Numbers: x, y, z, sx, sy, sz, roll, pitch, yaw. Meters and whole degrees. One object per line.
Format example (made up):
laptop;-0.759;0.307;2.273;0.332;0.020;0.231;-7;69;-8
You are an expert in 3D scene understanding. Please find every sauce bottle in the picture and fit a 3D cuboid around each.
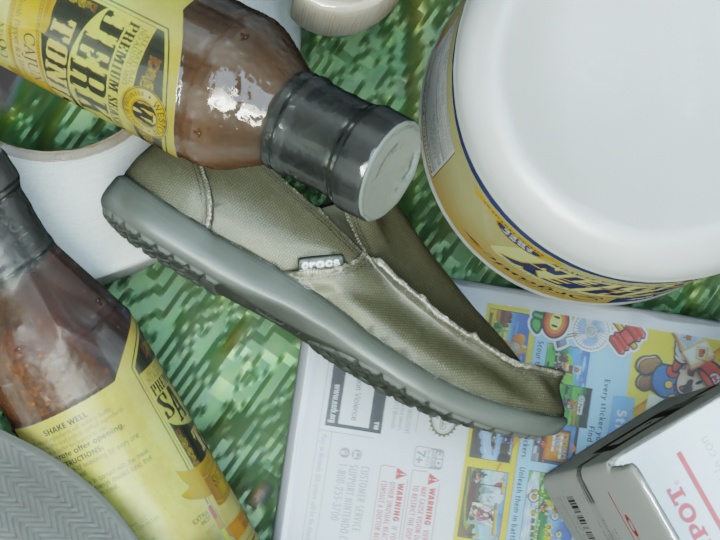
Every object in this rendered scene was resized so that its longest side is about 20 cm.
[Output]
sauce bottle;-0.105;0.049;1.156;0.066;0.066;0.201;-29;104;-6
sauce bottle;-0.069;-0.078;1.114;0.199;0.065;0.065;26;84;25

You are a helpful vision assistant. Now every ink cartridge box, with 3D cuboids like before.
ink cartridge box;0.135;0.106;1.099;0.066;0.200;0.116;-30;88;-7

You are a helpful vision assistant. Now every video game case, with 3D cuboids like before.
video game case;0.055;0.108;1.205;0.181;0.023;0.201;9;84;-3

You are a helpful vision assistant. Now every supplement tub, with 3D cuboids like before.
supplement tub;0.097;-0.061;1.130;0.143;0.200;0.145;0;86;-4

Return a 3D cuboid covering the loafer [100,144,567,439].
loafer;0.000;0.000;1.155;0.199;0.075;0.070;30;84;-10

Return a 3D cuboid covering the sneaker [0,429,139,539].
sneaker;-0.162;0.115;1.138;0.200;0.116;0.074;36;41;15

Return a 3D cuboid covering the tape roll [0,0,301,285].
tape roll;-0.122;-0.094;1.199;0.201;0.037;0.204;0;85;-4

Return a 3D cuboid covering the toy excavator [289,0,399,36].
toy excavator;-0.048;-0.210;1.169;0.193;0.100;0.201;21;78;-1
